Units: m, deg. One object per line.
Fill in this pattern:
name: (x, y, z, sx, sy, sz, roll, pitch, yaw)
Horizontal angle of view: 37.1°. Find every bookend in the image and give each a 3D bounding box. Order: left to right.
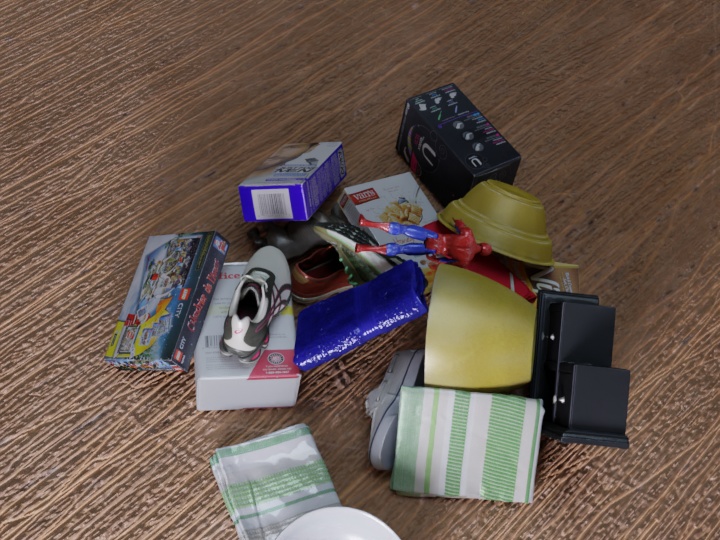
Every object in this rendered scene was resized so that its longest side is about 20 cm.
bookend: (0.299, 0.128, 1.456, 0.090, 0.200, 0.202, 6, 88, -4)

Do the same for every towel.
towel: (-0.101, 0.304, 1.410, 0.147, 0.031, 0.201, -15, 55, -19)
towel: (-0.003, 0.057, 1.473, 0.198, 0.050, 0.148, -27, 16, 9)
towel: (0.144, 0.236, 1.445, 0.196, 0.155, 0.023, 5, 11, -5)

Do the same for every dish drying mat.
dish drying mat: (0.179, -0.013, 1.641, 0.076, 0.018, 0.200, -18, 52, -40)

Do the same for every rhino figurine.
rhino figurine: (-0.074, -0.069, 1.699, 0.198, 0.060, 0.088, -21, 53, -25)

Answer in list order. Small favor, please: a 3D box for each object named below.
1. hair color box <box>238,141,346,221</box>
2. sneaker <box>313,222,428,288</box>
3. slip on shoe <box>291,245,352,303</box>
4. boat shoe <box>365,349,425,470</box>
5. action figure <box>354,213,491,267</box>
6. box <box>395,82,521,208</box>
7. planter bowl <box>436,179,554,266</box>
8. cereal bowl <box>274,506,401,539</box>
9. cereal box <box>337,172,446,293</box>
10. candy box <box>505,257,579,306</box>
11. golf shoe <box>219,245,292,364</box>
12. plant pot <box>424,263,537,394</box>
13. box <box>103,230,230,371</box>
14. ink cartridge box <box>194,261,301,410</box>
hair color box: (-0.103, -0.142, 1.688, 0.107, 0.066, 0.200, 0, 23, 18)
sneaker: (0.000, 0.000, 1.590, 0.199, 0.089, 0.077, 36, 18, 18)
slip on shoe: (-0.024, -0.014, 1.660, 0.198, 0.062, 0.074, -24, 56, -28)
boat shoe: (0.042, 0.191, 1.509, 0.069, 0.071, 0.202, 2, 49, 29)
action figure: (0.090, -0.045, 1.555, 0.196, 0.066, 0.099, 8, 9, -6)
box: (0.160, -0.197, 1.797, 0.105, 0.123, 0.201, -22, 57, -25)
planter bowl: (0.224, -0.086, 1.663, 0.198, 0.085, 0.201, 20, 14, -5)
cereal bowl: (-0.031, 0.396, 1.302, 0.197, 0.084, 0.203, 6, 59, -10)
cereal box: (0.070, -0.057, 1.685, 0.142, 0.040, 0.201, -17, 65, -37)
candy box: (0.276, 0.075, 1.638, 0.113, 0.056, 0.202, 8, 50, -2)
golf shoe: (-0.138, 0.031, 1.480, 0.076, 0.089, 0.202, 12, 49, 1)
plant pot: (0.172, 0.098, 1.492, 0.140, 0.202, 0.202, 5, 49, 12)
box: (-0.272, 0.043, 1.514, 0.135, 0.038, 0.203, -2, 60, 35)
ink cartridge box: (-0.167, 0.092, 1.536, 0.143, 0.084, 0.202, -1, 51, -11)
